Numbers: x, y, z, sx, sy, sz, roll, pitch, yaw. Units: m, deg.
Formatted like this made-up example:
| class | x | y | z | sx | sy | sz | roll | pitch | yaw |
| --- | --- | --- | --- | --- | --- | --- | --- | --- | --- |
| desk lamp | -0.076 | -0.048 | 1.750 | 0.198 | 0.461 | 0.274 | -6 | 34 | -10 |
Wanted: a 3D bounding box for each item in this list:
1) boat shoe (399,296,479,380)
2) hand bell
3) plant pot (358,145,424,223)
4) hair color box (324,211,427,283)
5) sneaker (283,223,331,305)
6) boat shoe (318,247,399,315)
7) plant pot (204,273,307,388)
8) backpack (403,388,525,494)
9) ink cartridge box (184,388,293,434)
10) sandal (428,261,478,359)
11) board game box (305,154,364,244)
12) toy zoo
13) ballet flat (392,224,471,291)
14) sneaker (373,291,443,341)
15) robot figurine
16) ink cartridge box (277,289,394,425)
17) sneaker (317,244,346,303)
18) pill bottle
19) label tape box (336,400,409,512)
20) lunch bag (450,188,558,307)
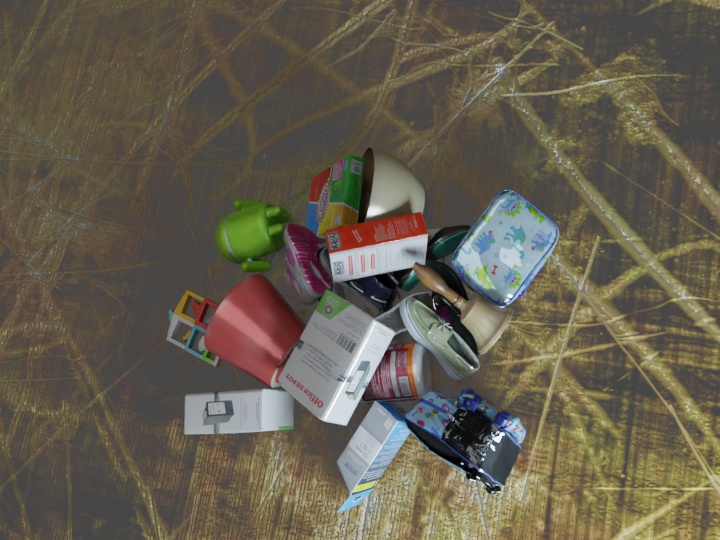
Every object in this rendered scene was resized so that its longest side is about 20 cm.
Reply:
| class | x | y | z | sx | sy | sz | roll | pitch | yaw |
| --- | --- | --- | --- | --- | --- | --- | --- | --- | --- |
| boat shoe | 0.157 | 0.125 | 1.135 | 0.201 | 0.072 | 0.062 | 48 | 133 | -7 |
| hand bell | 0.177 | 0.051 | 1.087 | 0.198 | 0.104 | 0.105 | 39 | 92 | 3 |
| plant pot | 0.061 | -0.147 | 1.231 | 0.130 | 0.200 | 0.208 | 9 | 78 | -13 |
| hair color box | 0.031 | -0.045 | 1.148 | 0.193 | 0.103 | 0.063 | -11 | 55 | -6 |
| sneaker | -0.130 | -0.012 | 1.243 | 0.089 | 0.079 | 0.204 | -50 | 45 | 37 |
| boat shoe | 0.000 | 0.000 | 1.230 | 0.198 | 0.094 | 0.075 | 38 | 52 | 9 |
| plant pot | -0.210 | 0.143 | 1.261 | 0.175 | 0.200 | 0.203 | 36 | 91 | 15 |
| backpack | 0.185 | 0.292 | 1.069 | 0.197 | 0.183 | 0.137 | 25 | 78 | 36 |
| ink cartridge box | -0.259 | 0.305 | 1.254 | 0.193 | 0.145 | 0.087 | -8 | 75 | 20 |
| sandal | 0.182 | 0.079 | 1.147 | 0.075 | 0.047 | 0.206 | -29 | 83 | 51 |
| board game box | -0.061 | -0.149 | 1.280 | 0.198 | 0.039 | 0.159 | -15 | 66 | 61 |
| toy zoo | -0.396 | 0.134 | 1.419 | 0.195 | 0.020 | 0.135 | 21 | 86 | 24 |
| ballet flat | 0.143 | -0.043 | 1.224 | 0.199 | 0.068 | 0.069 | -40 | 58 | 8 |
| sneaker | 0.089 | 0.098 | 1.212 | 0.194 | 0.085 | 0.075 | -19 | 84 | -8 |
| robot figurine | -0.255 | -0.087 | 1.365 | 0.194 | 0.115 | 0.182 | -17 | 76 | 17 |
| ink cartridge box | -0.048 | 0.166 | 1.115 | 0.144 | 0.083 | 0.204 | 28 | 87 | 38 |
| sneaker | -0.091 | 0.051 | 1.294 | 0.096 | 0.071 | 0.206 | -18 | 65 | 18 |
| pill bottle | 0.040 | 0.210 | 1.177 | 0.193 | 0.109 | 0.114 | -9 | 74 | 20 |
| label tape box | 0.017 | 0.358 | 1.131 | 0.065 | 0.143 | 0.203 | 35 | 91 | 24 |
| lunch bag | 0.284 | -0.038 | 1.146 | 0.159 | 0.082 | 0.202 | 38 | 92 | 12 |
